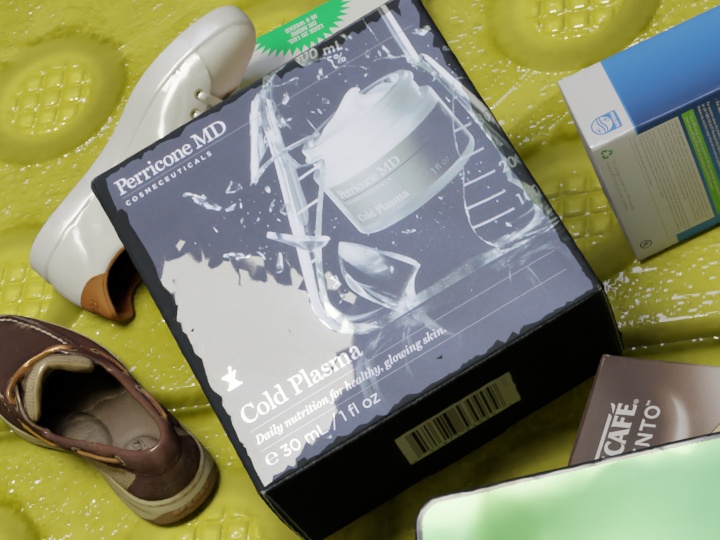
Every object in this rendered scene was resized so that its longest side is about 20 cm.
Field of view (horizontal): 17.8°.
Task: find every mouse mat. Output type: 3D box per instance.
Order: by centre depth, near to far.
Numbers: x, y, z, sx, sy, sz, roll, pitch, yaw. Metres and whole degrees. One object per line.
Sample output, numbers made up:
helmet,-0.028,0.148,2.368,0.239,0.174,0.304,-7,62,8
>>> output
mouse mat,0.123,0.159,1.050,0.199,0.008,0.162,-15,61,18

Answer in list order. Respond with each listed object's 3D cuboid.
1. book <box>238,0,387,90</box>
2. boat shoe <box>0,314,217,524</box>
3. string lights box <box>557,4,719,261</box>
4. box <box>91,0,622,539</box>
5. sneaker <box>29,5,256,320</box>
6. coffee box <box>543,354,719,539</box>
book,-0.003,-0.083,1.365,0.133,0.048,0.200,-27,45,1
boat shoe,-0.163,0.069,1.299,0.072,0.072,0.200,-45,50,-12
string lights box,0.218,-0.094,1.231,0.199,0.103,0.059,-25,48,4
box,0.000,0.000,1.199,0.200,0.124,0.197,-31,67,0
sneaker,-0.108,-0.058,1.360,0.085,0.073,0.200,38,99,23
coffee box,0.202,0.115,1.095,0.199,0.080,0.113,5,59,27
